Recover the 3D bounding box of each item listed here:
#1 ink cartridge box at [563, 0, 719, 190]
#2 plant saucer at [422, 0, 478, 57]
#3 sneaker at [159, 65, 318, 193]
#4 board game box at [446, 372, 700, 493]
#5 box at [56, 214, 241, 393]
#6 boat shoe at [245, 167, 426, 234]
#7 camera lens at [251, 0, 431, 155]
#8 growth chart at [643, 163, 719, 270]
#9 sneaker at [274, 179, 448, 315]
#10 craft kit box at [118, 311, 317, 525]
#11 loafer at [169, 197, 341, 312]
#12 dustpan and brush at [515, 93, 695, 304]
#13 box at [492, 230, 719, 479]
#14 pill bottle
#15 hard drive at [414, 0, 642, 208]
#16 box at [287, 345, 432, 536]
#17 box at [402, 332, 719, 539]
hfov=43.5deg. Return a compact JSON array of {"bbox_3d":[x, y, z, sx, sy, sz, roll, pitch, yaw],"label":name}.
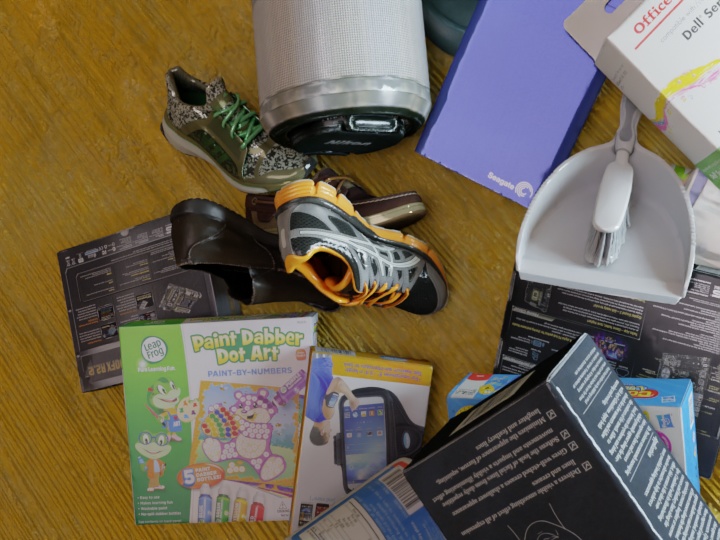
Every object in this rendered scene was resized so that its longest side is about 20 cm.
[{"bbox_3d":[0.268,-0.174,0.713,0.117,0.067,0.200,-44,83,3],"label":"ink cartridge box"},{"bbox_3d":[0.125,-0.295,0.832,0.196,0.027,0.206,0,90,25],"label":"plant saucer"},{"bbox_3d":[-0.130,-0.145,0.898,0.197,0.090,0.077,25,58,24],"label":"sneaker"},{"bbox_3d":[0.180,0.192,0.752,0.192,0.056,0.205,-2,103,30],"label":"board game box"},{"bbox_3d":[-0.227,0.033,0.978,0.196,0.048,0.162,-16,84,23],"label":"box"},{"bbox_3d":[-0.031,-0.065,0.880,0.196,0.072,0.074,-8,88,30],"label":"boat shoe"},{"bbox_3d":[-0.020,-0.216,0.822,0.156,0.159,0.205,-7,85,24],"label":"camera lens"},{"bbox_3d":[0.295,-0.023,0.757,0.144,0.018,0.202,37,104,21],"label":"growth chart"},{"bbox_3d":[0.000,0.000,0.808,0.078,0.198,0.079,-34,40,40],"label":"sneaker"},{"bbox_3d":[-0.133,0.147,0.897,0.195,0.049,0.203,-4,92,6],"label":"craft kit box"},{"bbox_3d":[-0.096,0.004,0.850,0.073,0.197,0.073,-24,49,53],"label":"loafer"},{"bbox_3d":[0.213,-0.077,0.748,0.136,0.058,0.202,9,52,20],"label":"dustpan and brush"},{"bbox_3d":[0.218,0.064,0.765,0.196,0.043,0.164,15,102,25],"label":"box"},{"bbox_3d":[-0.012,0.258,0.760,0.198,0.113,0.113,-31,75,-18],"label":"pill bottle"},{"bbox_3d":[0.146,-0.171,0.801,0.130,0.025,0.204,26,105,10],"label":"hard drive"},{"bbox_3d":[-0.002,0.180,0.853,0.116,0.041,0.205,7,91,-6],"label":"box"},{"bbox_3d":[0.155,0.179,0.665,0.148,0.107,0.202,-38,84,32],"label":"box"}]
